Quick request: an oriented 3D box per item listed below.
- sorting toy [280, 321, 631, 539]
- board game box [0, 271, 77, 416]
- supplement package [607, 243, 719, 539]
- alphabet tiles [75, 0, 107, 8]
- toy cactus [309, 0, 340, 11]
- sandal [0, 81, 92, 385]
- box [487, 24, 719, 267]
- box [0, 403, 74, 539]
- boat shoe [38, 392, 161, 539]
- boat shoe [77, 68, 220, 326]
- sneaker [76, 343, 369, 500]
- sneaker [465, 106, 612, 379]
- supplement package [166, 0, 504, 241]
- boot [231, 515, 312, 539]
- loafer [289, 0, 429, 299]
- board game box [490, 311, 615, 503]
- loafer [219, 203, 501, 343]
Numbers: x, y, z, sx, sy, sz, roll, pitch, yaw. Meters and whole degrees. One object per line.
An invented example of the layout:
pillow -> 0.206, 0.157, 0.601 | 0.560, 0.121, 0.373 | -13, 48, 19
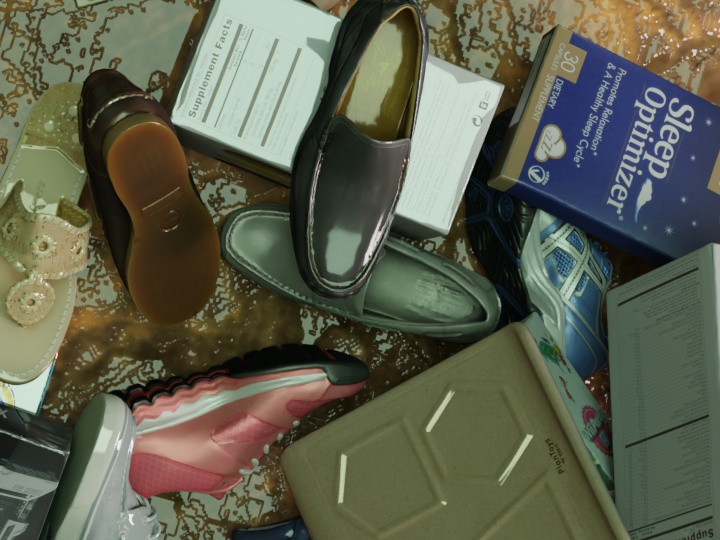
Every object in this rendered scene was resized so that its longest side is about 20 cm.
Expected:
sorting toy -> 0.063, 0.157, 1.523 | 0.200, 0.036, 0.185 | -31, 72, 17
board game box -> -0.307, 0.059, 1.570 | 0.200, 0.040, 0.153 | 18, 86, -9
supplement package -> 0.237, 0.102, 1.520 | 0.109, 0.114, 0.201 | 12, 67, -30
alphabet tiles -> -0.175, -0.289, 1.618 | 0.166, 0.006, 0.201 | -17, 92, -10
toy cactus -> 0.023, -0.245, 1.617 | 0.200, 0.102, 0.165 | 41, 92, -15
sandal -> -0.211, -0.035, 1.545 | 0.077, 0.070, 0.212 | 16, 69, -10
box -> 0.197, -0.071, 1.608 | 0.200, 0.032, 0.121 | 26, 70, -13
box -> -0.293, 0.173, 1.535 | 0.157, 0.050, 0.200 | 20, 106, -9
boat shoe -> -0.171, 0.174, 1.560 | 0.071, 0.070, 0.201 | 11, 112, -18
boat shoe -> -0.141, -0.049, 1.551 | 0.070, 0.200, 0.070 | -25, 50, -17
sneaker -> -0.087, 0.108, 1.602 | 0.200, 0.074, 0.087 | -15, 101, -3
sneaker -> 0.127, -0.015, 1.640 | 0.077, 0.076, 0.201 | -10, 93, -28
supplement package -> -0.023, -0.108, 1.587 | 0.200, 0.114, 0.110 | 22, 85, -7
boot -> 0.008, 0.201, 1.580 | 0.199, 0.073, 0.091 | -12, 88, 15
loafer -> 0.000, -0.081, 1.495 | 0.073, 0.072, 0.201 | 9, 89, -10
board game box -> 0.111, 0.152, 1.594 | 0.147, 0.064, 0.200 | -34, 93, 26
loafer -> 0.000, 0.000, 1.603 | 0.199, 0.070, 0.070 | 15, 91, 0
